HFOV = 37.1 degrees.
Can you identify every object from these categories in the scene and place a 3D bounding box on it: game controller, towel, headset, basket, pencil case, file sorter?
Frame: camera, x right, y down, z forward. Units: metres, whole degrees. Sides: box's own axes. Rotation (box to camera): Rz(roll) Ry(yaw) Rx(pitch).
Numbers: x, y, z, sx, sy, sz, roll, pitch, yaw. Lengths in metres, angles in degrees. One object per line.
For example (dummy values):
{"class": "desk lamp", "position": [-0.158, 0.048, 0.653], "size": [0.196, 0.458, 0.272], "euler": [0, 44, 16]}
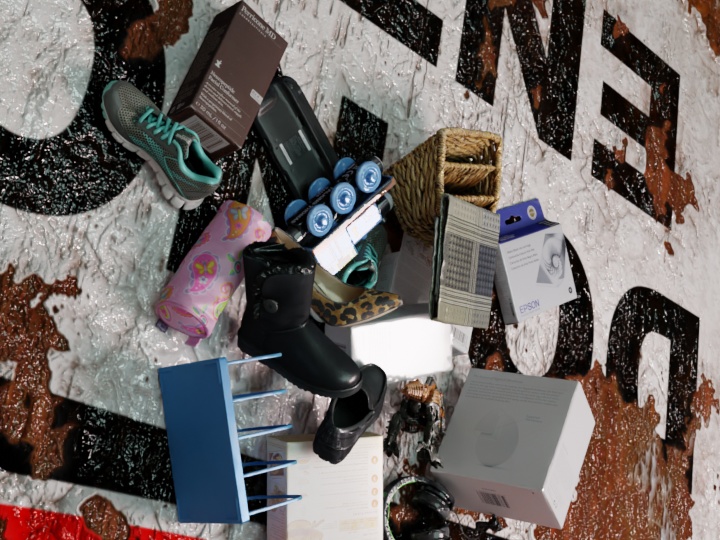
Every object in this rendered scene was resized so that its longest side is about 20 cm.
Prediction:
{"class": "game controller", "position": [-0.096, -0.191, 1.624], "size": [0.104, 0.042, 0.202], "euler": [-37, 107, -26]}
{"class": "towel", "position": [0.158, -0.011, 1.663], "size": [0.199, 0.034, 0.197], "euler": [14, 82, -58]}
{"class": "headset", "position": [0.120, 0.387, 1.662], "size": [0.197, 0.093, 0.126], "euler": [15, 71, -28]}
{"class": "basket", "position": [0.156, -0.130, 1.724], "size": [0.198, 0.148, 0.145], "euler": [-1, 63, -55]}
{"class": "pencil case", "position": [-0.198, 0.001, 1.451], "size": [0.087, 0.087, 0.202], "euler": [45, 54, -27]}
{"class": "file sorter", "position": [-0.165, 0.215, 1.398], "size": [0.121, 0.137, 0.204], "euler": [-4, 84, -44]}

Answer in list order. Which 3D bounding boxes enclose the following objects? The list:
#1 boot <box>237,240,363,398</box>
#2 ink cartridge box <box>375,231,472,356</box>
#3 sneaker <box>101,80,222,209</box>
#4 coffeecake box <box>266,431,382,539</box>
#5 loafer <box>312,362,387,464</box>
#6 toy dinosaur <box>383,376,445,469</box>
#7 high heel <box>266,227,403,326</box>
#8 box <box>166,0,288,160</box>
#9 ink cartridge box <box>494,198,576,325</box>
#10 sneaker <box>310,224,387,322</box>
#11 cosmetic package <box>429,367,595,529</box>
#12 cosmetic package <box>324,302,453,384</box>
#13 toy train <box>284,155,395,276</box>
{"class": "boot", "position": [-0.078, 0.063, 1.424], "size": [0.076, 0.197, 0.170], "euler": [-43, 152, -48]}
{"class": "ink cartridge box", "position": [0.116, 0.021, 1.770], "size": [0.199, 0.043, 0.176], "euler": [33, 58, -33]}
{"class": "sneaker", "position": [-0.255, -0.175, 1.416], "size": [0.201, 0.090, 0.078], "euler": [49, 51, -24]}
{"class": "coffeecake box", "position": [-0.049, 0.332, 1.489], "size": [0.151, 0.073, 0.205], "euler": [1, 88, -29]}
{"class": "loafer", "position": [-0.005, 0.185, 1.475], "size": [0.067, 0.071, 0.201], "euler": [28, 34, 7]}
{"class": "toy dinosaur", "position": [0.085, 0.221, 1.651], "size": [0.200, 0.101, 0.138], "euler": [40, 60, -43]}
{"class": "high heel", "position": [-0.043, 0.003, 1.511], "size": [0.071, 0.196, 0.145], "euler": [-49, 132, -66]}
{"class": "box", "position": [-0.187, -0.271, 1.524], "size": [0.100, 0.074, 0.203], "euler": [38, 56, -31]}
{"class": "ink cartridge box", "position": [0.310, -0.023, 1.963], "size": [0.198, 0.040, 0.204], "euler": [-18, 94, -44]}
{"class": "sneaker", "position": [0.000, 0.000, 1.631], "size": [0.078, 0.090, 0.201], "euler": [52, 51, -23]}
{"class": "cosmetic package", "position": [0.247, 0.280, 1.716], "size": [0.124, 0.196, 0.202], "euler": [58, 47, -42]}
{"class": "cosmetic package", "position": [0.045, 0.115, 1.635], "size": [0.197, 0.073, 0.104], "euler": [-7, 100, -37]}
{"class": "toy train", "position": [-0.028, -0.083, 1.597], "size": [0.200, 0.086, 0.115], "euler": [-43, 123, -24]}
